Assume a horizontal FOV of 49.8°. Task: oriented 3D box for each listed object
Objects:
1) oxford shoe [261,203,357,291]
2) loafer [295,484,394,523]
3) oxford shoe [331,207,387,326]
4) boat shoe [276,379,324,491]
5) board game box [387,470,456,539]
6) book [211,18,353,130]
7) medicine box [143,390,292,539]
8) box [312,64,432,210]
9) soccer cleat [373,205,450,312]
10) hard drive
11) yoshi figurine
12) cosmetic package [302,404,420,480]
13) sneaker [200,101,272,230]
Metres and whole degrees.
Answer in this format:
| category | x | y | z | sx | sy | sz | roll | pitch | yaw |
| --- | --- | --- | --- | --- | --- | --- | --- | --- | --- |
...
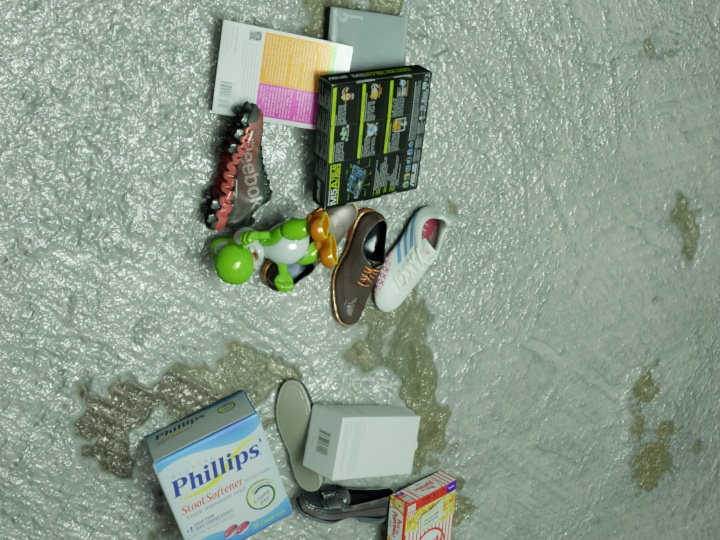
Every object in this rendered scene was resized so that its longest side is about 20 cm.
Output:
| category | x | y | z | sx | sy | sz | roll | pitch | yaw |
| --- | --- | --- | --- | --- | --- | --- | --- | --- | --- |
| oxford shoe | -0.072 | -0.036 | 1.260 | 0.200 | 0.073 | 0.072 | -46 | 116 | -7 |
| loafer | -0.024 | 0.408 | 1.391 | 0.196 | 0.072 | 0.064 | 16 | 115 | -34 |
| oxford shoe | 0.000 | 0.000 | 1.301 | 0.069 | 0.072 | 0.206 | 7 | 101 | -25 |
| boat shoe | -0.096 | 0.278 | 1.350 | 0.063 | 0.071 | 0.206 | -34 | 117 | -60 |
| board game box | 0.113 | 0.501 | 1.468 | 0.149 | 0.046 | 0.206 | -11 | 109 | -44 |
| book | -0.119 | -0.290 | 1.172 | 0.194 | 0.048 | 0.137 | 8 | 105 | -14 |
| medicine box | -0.230 | 0.335 | 1.267 | 0.179 | 0.103 | 0.205 | -24 | 112 | -17 |
| box | 0.018 | -0.210 | 1.215 | 0.189 | 0.047 | 0.205 | -15 | 126 | -29 |
| soccer cleat | 0.087 | -0.018 | 1.329 | 0.069 | 0.086 | 0.204 | 26 | 92 | -27 |
| hard drive | 0.003 | -0.309 | 1.247 | 0.136 | 0.033 | 0.206 | 0 | 103 | -24 |
| yoshi figurine | -0.139 | -0.023 | 1.171 | 0.194 | 0.112 | 0.116 | -9 | 86 | 11 |
| cosmetic package | 0.006 | 0.293 | 1.335 | 0.197 | 0.084 | 0.111 | 12 | 90 | -45 |
| sneaker | -0.173 | -0.153 | 1.178 | 0.096 | 0.071 | 0.205 | 8 | 113 | -30 |
